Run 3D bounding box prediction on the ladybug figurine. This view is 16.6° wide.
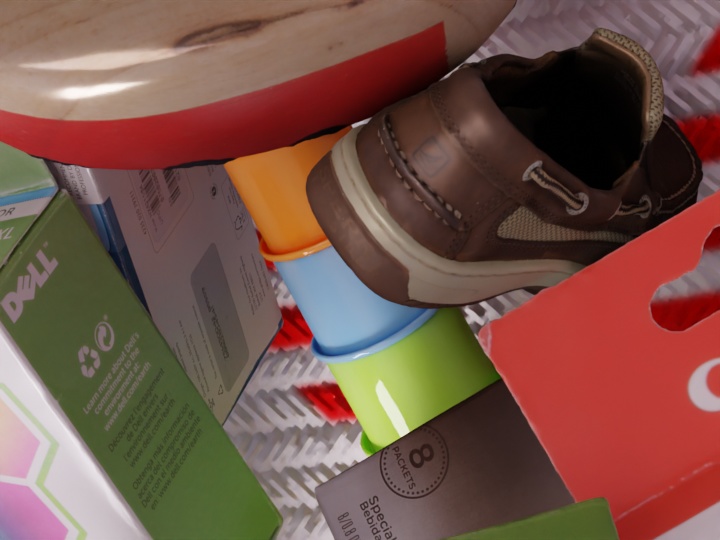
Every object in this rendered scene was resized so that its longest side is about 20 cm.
[{"bbox_3d":[-0.039,-0.081,0.720,0.199,0.136,0.072,-12,127,1],"label":"ladybug figurine"}]

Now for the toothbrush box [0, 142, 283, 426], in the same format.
[{"bbox_3d":[-0.145,-0.017,0.870,0.199,0.085,0.147,5,131,25],"label":"toothbrush box"}]

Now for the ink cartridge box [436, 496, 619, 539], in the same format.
[{"bbox_3d":[-0.034,0.134,0.677,0.200,0.147,0.076,-29,75,45],"label":"ink cartridge box"}]

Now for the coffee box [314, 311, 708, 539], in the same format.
[{"bbox_3d":[0.084,0.131,0.743,0.114,0.080,0.201,-30,70,14],"label":"coffee box"}]

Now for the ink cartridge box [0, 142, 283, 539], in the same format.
[{"bbox_3d":[-0.121,0.034,0.798,0.103,0.059,0.201,-10,123,35],"label":"ink cartridge box"}]

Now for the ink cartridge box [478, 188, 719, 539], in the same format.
[{"bbox_3d":[0.148,0.056,0.677,0.162,0.050,0.201,-30,75,-4],"label":"ink cartridge box"}]

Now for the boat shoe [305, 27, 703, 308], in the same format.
[{"bbox_3d":[0.067,-0.034,0.746,0.075,0.202,0.075,-44,78,27],"label":"boat shoe"}]

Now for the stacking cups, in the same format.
[{"bbox_3d":[0.000,0.000,0.817,0.060,0.061,0.201,-16,116,29],"label":"stacking cups"}]
